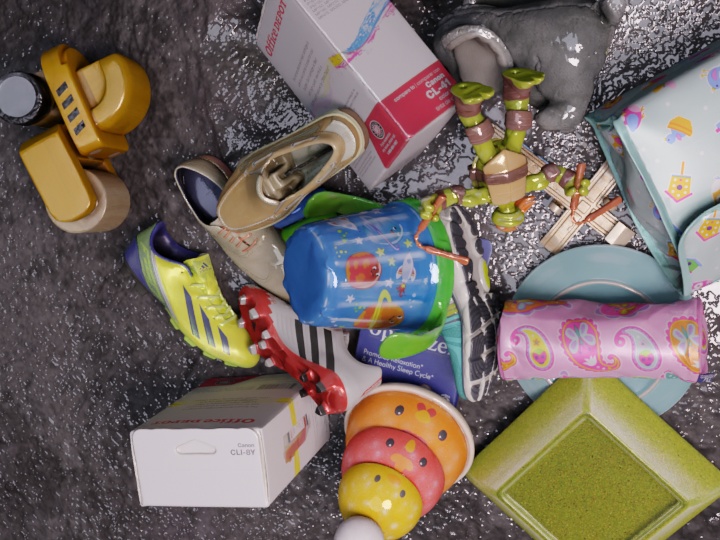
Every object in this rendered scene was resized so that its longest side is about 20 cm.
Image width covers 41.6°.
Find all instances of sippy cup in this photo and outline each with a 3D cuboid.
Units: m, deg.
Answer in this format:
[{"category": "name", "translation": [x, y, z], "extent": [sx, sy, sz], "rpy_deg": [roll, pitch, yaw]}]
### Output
[{"category": "sippy cup", "translation": [0.000, 0.000, 0.916], "extent": [0.178, 0.130, 0.140], "rpy_deg": [19, 109, 57]}]

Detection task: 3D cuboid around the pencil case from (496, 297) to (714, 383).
[{"category": "pencil case", "translation": [0.232, 0.069, 0.914], "extent": [0.199, 0.087, 0.088], "rpy_deg": [0, 99, 15]}]

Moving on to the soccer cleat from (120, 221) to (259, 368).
[{"category": "soccer cleat", "translation": [-0.183, 0.028, 1.068], "extent": [0.200, 0.065, 0.084], "rpy_deg": [43, 105, 5]}]

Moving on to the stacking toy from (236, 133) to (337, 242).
[{"category": "stacking toy", "translation": [-0.055, -0.043, 1.016], "extent": [0.085, 0.085, 0.201], "rpy_deg": [-24, 96, 18]}]

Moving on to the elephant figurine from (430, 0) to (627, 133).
[{"category": "elephant figurine", "translation": [0.129, -0.213, 0.900], "extent": [0.199, 0.142, 0.156], "rpy_deg": [20, 109, 7]}]

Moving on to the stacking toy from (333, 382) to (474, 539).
[{"category": "stacking toy", "translation": [0.027, 0.224, 0.958], "extent": [0.146, 0.200, 0.147], "rpy_deg": [10, 125, 15]}]

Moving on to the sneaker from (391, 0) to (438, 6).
[{"category": "sneaker", "translation": [0.005, -0.330, 0.950], "extent": [0.199, 0.077, 0.112], "rpy_deg": [20, 94, 5]}]

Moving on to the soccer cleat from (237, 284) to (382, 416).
[{"category": "soccer cleat", "translation": [-0.059, 0.077, 1.020], "extent": [0.200, 0.085, 0.069], "rpy_deg": [40, 138, 36]}]

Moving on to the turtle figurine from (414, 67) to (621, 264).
[{"category": "turtle figurine", "translation": [0.138, -0.099, 0.863], "extent": [0.199, 0.064, 0.162], "rpy_deg": [-10, 120, -2]}]

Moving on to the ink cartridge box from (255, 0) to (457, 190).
[{"category": "ink cartridge box", "translation": [-0.005, -0.198, 0.932], "extent": [0.086, 0.148, 0.200], "rpy_deg": [-36, 87, -19]}]

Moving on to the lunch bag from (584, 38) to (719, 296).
[{"category": "lunch bag", "translation": [0.329, -0.094, 0.871], "extent": [0.170, 0.122, 0.200], "rpy_deg": [-29, 100, 2]}]

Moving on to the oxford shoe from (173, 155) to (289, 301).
[{"category": "oxford shoe", "translation": [-0.135, -0.040, 1.038], "extent": [0.200, 0.074, 0.071], "rpy_deg": [46, 106, 4]}]

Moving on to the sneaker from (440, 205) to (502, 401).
[{"category": "sneaker", "translation": [0.094, 0.035, 0.967], "extent": [0.079, 0.077, 0.201], "rpy_deg": [-14, 88, 35]}]

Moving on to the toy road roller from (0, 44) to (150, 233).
[{"category": "toy road roller", "translation": [-0.292, -0.152, 1.043], "extent": [0.146, 0.123, 0.201], "rpy_deg": [-24, 91, 7]}]

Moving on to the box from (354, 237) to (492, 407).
[{"category": "box", "translation": [0.063, 0.053, 1.022], "extent": [0.121, 0.032, 0.201], "rpy_deg": [14, 101, 13]}]

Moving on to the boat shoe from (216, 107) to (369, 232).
[{"category": "boat shoe", "translation": [-0.082, -0.088, 0.919], "extent": [0.200, 0.076, 0.072], "rpy_deg": [-35, 100, 37]}]

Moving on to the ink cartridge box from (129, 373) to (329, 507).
[{"category": "ink cartridge box", "translation": [-0.132, 0.176, 1.006], "extent": [0.145, 0.200, 0.084], "rpy_deg": [-4, 98, 16]}]

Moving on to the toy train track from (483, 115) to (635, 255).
[{"category": "toy train track", "translation": [0.191, -0.090, 0.960], "extent": [0.200, 0.033, 0.115], "rpy_deg": [39, 107, 6]}]

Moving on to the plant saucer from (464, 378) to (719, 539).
[{"category": "plant saucer", "translation": [0.237, 0.223, 0.974], "extent": [0.200, 0.048, 0.200], "rpy_deg": [42, 113, 1]}]

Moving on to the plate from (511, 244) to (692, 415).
[{"category": "plate", "translation": [0.246, 0.073, 0.969], "extent": [0.199, 0.026, 0.201], "rpy_deg": [4, 106, 15]}]
